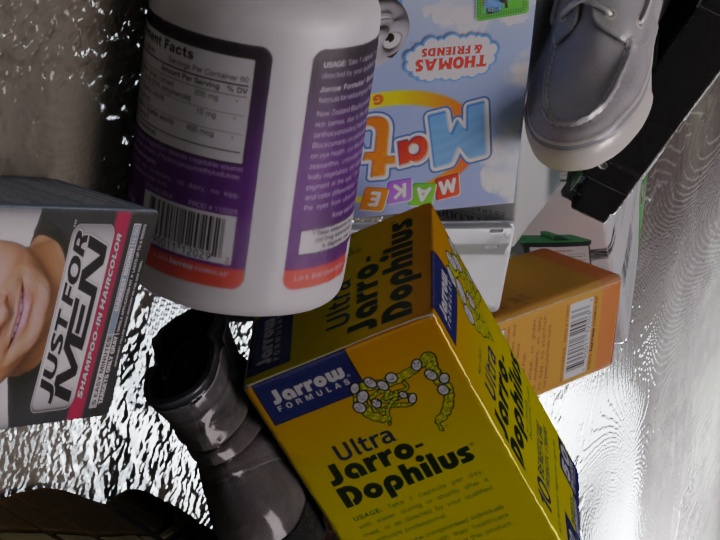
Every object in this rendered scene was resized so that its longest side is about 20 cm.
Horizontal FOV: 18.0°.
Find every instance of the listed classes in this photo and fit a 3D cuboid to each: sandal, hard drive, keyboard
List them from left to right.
[{"bbox_3d":[-0.128,0.149,1.133,0.054,0.080,0.200,-58,163,8],"label":"sandal"},{"bbox_3d":[0.000,0.000,1.259,0.199,0.011,0.056,-1,117,-31],"label":"keyboard"},{"bbox_3d":[0.184,-0.140,1.336,0.200,0.038,0.140,-56,-167,37],"label":"hard drive"}]

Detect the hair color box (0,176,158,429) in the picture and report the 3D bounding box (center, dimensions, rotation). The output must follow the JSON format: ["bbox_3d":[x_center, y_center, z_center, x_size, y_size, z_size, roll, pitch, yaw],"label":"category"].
[{"bbox_3d":[-0.167,0.013,0.949,0.200,0.060,0.099,-1,107,-66],"label":"hair color box"}]

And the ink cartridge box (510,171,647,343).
[{"bbox_3d":[0.142,-0.064,1.544,0.200,0.084,0.147,71,26,-54],"label":"ink cartridge box"}]

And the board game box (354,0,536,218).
[{"bbox_3d":[0.017,-0.124,1.194,0.151,0.037,0.201,-6,121,-18],"label":"board game box"}]

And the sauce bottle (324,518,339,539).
[{"bbox_3d":[-0.043,0.188,1.356,0.200,0.065,0.065,-58,154,-28],"label":"sauce bottle"}]

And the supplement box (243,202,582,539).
[{"bbox_3d":[0.033,0.086,1.206,0.200,0.109,0.109,59,17,-29],"label":"supplement box"}]

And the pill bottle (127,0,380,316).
[{"bbox_3d":[-0.050,-0.089,1.082,0.111,0.111,0.201,-29,132,-59],"label":"pill bottle"}]

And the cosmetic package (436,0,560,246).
[{"bbox_3d":[0.058,-0.126,1.307,0.081,0.112,0.201,-49,146,-51],"label":"cosmetic package"}]

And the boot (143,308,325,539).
[{"bbox_3d":[-0.062,0.073,1.212,0.200,0.070,0.132,-102,169,-75],"label":"boot"}]

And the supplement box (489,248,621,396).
[{"bbox_3d":[0.070,0.044,1.356,0.200,0.066,0.069,-15,118,-44],"label":"supplement box"}]

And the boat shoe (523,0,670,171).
[{"bbox_3d":[0.135,-0.143,1.245,0.200,0.072,0.069,-61,146,-33],"label":"boat shoe"}]
